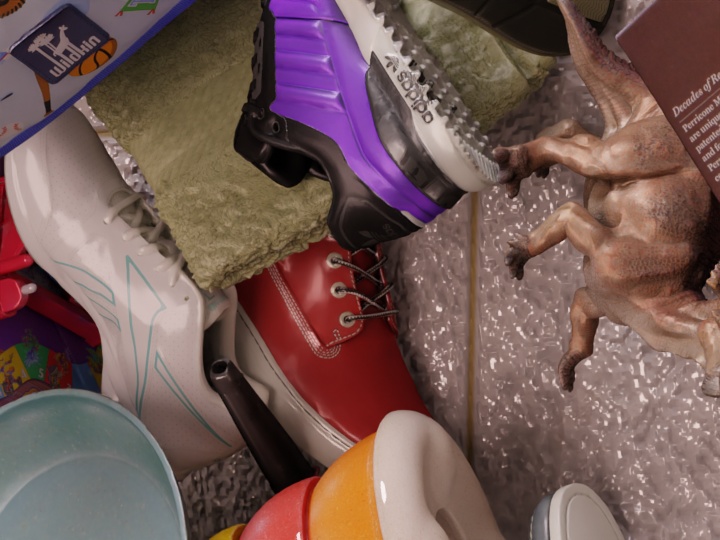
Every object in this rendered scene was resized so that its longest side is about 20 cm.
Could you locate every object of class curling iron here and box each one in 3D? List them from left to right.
[{"bbox_3d":[-0.026,0.111,1.423,0.200,0.026,0.050,64,178,-38],"label":"curling iron"}]

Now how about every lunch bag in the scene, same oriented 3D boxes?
[{"bbox_3d":[-0.150,-0.139,1.345,0.170,0.200,0.124,-37,97,9],"label":"lunch bag"}]

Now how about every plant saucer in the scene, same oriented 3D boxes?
[{"bbox_3d":[-0.143,0.156,1.372,0.200,0.036,0.200,-16,64,35],"label":"plant saucer"}]

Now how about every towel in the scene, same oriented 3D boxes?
[{"bbox_3d":[-0.021,-0.091,1.404,0.200,0.036,0.148,-33,66,3],"label":"towel"}]

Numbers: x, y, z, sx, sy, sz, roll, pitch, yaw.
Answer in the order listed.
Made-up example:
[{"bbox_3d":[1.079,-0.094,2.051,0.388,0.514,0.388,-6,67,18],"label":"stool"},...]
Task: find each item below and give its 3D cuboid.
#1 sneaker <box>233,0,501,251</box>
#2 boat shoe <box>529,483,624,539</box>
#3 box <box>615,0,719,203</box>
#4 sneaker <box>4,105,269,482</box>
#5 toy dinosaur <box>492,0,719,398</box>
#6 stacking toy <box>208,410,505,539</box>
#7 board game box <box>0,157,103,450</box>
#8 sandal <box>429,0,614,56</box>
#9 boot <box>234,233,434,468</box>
[{"bbox_3d":[-0.024,-0.093,1.350,0.100,0.070,0.200,-37,61,15],"label":"sneaker"},{"bbox_3d":[0.098,0.199,1.381,0.062,0.073,0.200,-8,96,35],"label":"boat shoe"},{"bbox_3d":[0.204,-0.040,1.245,0.075,0.100,0.200,-39,72,35],"label":"box"},{"bbox_3d":[-0.103,0.002,1.429,0.080,0.070,0.200,-21,98,37],"label":"sneaker"},{"bbox_3d":[0.138,-0.025,1.310,0.135,0.086,0.200,-11,71,19],"label":"toy dinosaur"},{"bbox_3d":[-0.035,0.160,1.370,0.200,0.146,0.146,-20,83,16],"label":"stacking toy"},{"bbox_3d":[-0.151,-0.003,1.471,0.039,0.200,0.158,-17,103,33],"label":"board game box"},{"bbox_3d":[0.028,-0.162,1.334,0.080,0.201,0.057,-53,25,0],"label":"sandal"},{"bbox_3d":[0.000,0.000,1.435,0.200,0.072,0.144,52,120,23],"label":"boot"}]
